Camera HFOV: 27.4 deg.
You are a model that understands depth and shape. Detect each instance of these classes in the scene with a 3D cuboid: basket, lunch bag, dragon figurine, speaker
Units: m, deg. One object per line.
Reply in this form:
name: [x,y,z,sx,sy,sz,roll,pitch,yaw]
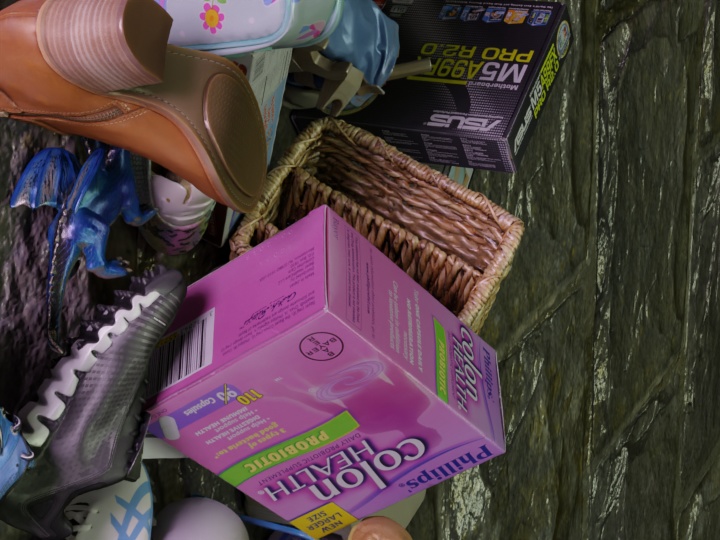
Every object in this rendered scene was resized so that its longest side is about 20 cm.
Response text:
basket: [0.000,0.000,1.152,0.143,0.200,0.149,-45,161,-46]
lunch bag: [-0.107,-0.203,0.913,0.077,0.200,0.161,-24,112,-53]
dragon figurine: [-0.185,-0.046,0.961,0.100,0.059,0.200,69,35,-42]
speaker: [-0.126,0.237,1.032,0.200,0.081,0.081,-83,173,-71]

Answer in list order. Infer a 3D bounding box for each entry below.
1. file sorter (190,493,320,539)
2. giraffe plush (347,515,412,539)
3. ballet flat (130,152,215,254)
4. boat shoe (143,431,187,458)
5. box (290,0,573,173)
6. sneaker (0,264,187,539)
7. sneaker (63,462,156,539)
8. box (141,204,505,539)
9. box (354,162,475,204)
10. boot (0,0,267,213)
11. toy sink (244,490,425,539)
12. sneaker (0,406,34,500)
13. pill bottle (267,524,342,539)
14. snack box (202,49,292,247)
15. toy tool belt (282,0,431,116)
file sorter: [-0.102,0.307,1.168,0.200,0.123,0.139,-64,148,-29]
giraffe plush: [-0.022,0.299,1.062,0.162,0.173,0.200,-22,145,-41]
ballet flat: [-0.125,-0.094,1.036,0.069,0.071,0.200,-16,120,-34]
boat shoe: [-0.151,0.096,1.070,0.200,0.072,0.068,8,93,-56]
box: [0.063,-0.165,1.260,0.160,0.200,0.044,-63,148,-30]
sneaker: [-0.166,0.090,0.957,0.090,0.066,0.200,42,78,-17]
sneaker: [-0.199,0.204,1.006,0.072,0.072,0.200,50,47,-38]
box: [-0.028,0.079,1.034,0.200,0.176,0.097,40,34,-36]
box: [0.028,-0.067,1.319,0.060,0.116,0.200,58,46,-57]
boot: [-0.157,-0.094,0.892,0.200,0.155,0.077,40,53,-55]
toy sink: [-0.033,0.144,1.265,0.130,0.112,0.200,-50,135,-46]
sneaker: [-0.239,0.086,0.865,0.089,0.078,0.200,-3,109,-48]
pill bottle: [0.013,0.295,1.302,0.114,0.200,0.114,-29,123,-58]
snack box: [-0.084,-0.107,1.096,0.072,0.024,0.200,-57,168,-41]
toy tool belt: [-0.030,-0.185,1.155,0.200,0.123,0.125,14,86,-63]
